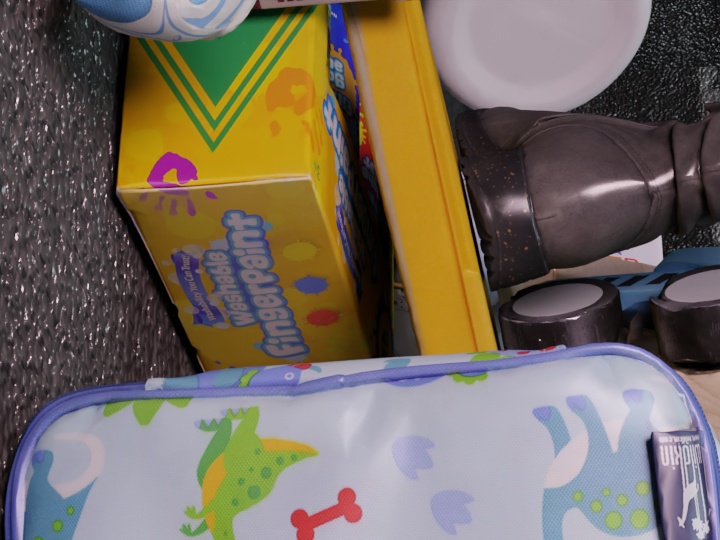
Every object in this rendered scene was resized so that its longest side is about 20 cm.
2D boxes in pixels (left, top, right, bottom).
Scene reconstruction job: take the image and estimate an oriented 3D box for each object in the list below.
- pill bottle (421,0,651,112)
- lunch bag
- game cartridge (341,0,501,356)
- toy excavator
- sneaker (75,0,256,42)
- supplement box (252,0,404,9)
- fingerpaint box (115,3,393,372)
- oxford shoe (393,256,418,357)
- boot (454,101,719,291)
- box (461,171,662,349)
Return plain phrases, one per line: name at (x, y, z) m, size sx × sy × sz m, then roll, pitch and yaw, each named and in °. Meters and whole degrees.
pill bottle at (0.065, -0.173, 1.037) m, size 0.200 × 0.115 × 0.116 m, roll -110°, pitch -172°, yaw -53°
lunch bag at (0.007, 0.105, 0.556) m, size 0.082 × 0.200 × 0.161 m, roll 42°, pitch 45°, yaw -78°
game cartridge at (0.038, 0.021, 0.760) m, size 0.176 × 0.032 × 0.200 m, roll 69°, pitch 7°, yaw -66°
toy excavator at (0.119, 0.031, 0.848) m, size 0.200 × 0.194 × 0.100 m, roll -35°, pitch 116°, yaw -55°
sneaker at (-0.070, -0.170, 0.622) m, size 0.072 × 0.072 × 0.200 m, roll 4°, pitch 76°, yaw -62°
supplement box at (-0.033, -0.188, 0.728) m, size 0.061 × 0.109 × 0.200 m, roll 74°, pitch 14°, yaw -58°
fingerpaint box at (-0.032, -0.049, 0.801) m, size 0.200 × 0.073 × 0.167 m, roll 73°, pitch 15°, yaw -57°
oxford shoe at (0.000, 0.000, 0.913) m, size 0.200 × 0.071 × 0.073 m, roll -103°, pitch -147°, yaw -45°
boot at (0.108, -0.038, 0.794) m, size 0.200 × 0.131 × 0.070 m, roll -87°, pitch 162°, yaw -77°
box at (0.060, 0.049, 1.006) m, size 0.200 × 0.176 × 0.097 m, roll -82°, pitch 178°, yaw -50°
